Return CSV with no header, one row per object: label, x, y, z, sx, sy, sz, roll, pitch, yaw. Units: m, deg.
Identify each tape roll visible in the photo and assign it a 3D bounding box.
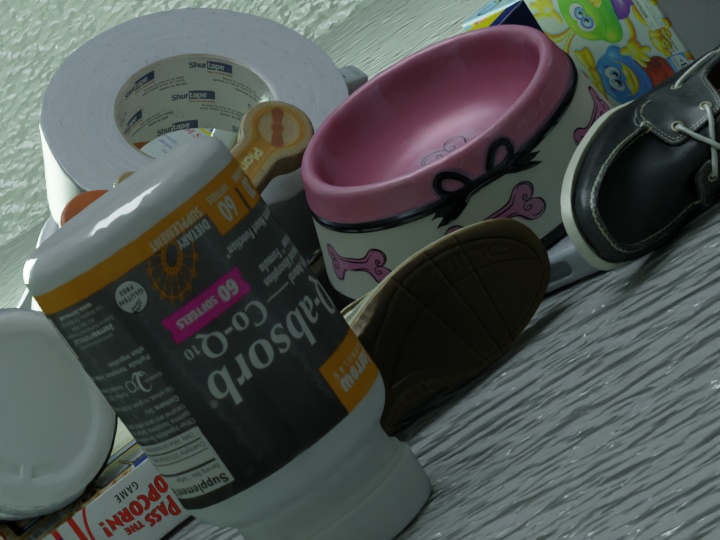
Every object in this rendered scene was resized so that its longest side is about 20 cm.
tape roll,-0.104,-0.080,1.511,0.200,0.200,0.066,-42,-31,-34

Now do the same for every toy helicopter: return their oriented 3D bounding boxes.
toy helicopter,-0.082,-0.027,1.383,0.200,0.132,0.079,-52,-16,-36

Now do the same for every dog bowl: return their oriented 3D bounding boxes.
dog bowl,0.052,-0.068,1.380,0.199,0.074,0.200,-24,26,13

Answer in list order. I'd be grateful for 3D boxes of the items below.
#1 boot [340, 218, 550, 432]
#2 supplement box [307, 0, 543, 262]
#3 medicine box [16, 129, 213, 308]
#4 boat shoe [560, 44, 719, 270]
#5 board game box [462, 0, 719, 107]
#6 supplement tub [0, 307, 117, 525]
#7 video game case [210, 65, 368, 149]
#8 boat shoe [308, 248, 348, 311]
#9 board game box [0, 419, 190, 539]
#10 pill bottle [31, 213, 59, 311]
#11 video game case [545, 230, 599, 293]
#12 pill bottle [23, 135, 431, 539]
boot,0.003,0.045,1.293,0.200,0.072,0.155,-41,9,-13
supplement box,0.047,-0.078,1.606,0.199,0.109,0.110,-29,11,35
medicine box,-0.168,-0.021,1.889,0.182,0.103,0.200,-56,-5,38
boat shoe,0.176,-0.072,1.257,0.200,0.072,0.068,-40,7,-37
board game box,0.183,-0.181,1.654,0.105,0.103,0.200,-41,12,-29
supplement tub,-0.237,0.096,1.419,0.122,0.123,0.200,-41,11,-30
video game case,-0.082,-0.053,1.764,0.182,0.022,0.201,-24,-35,-58
boat shoe,0.000,0.000,1.499,0.200,0.075,0.073,-38,11,-25
board game box,-0.151,0.133,1.448,0.151,0.046,0.200,-37,10,-11
pill bottle,-0.167,0.040,1.589,0.112,0.112,0.200,-40,-19,-29
video game case,0.135,-0.039,1.385,0.182,0.023,0.200,-25,15,44
pill bottle,-0.059,0.047,1.106,0.116,0.200,0.116,-34,10,7
